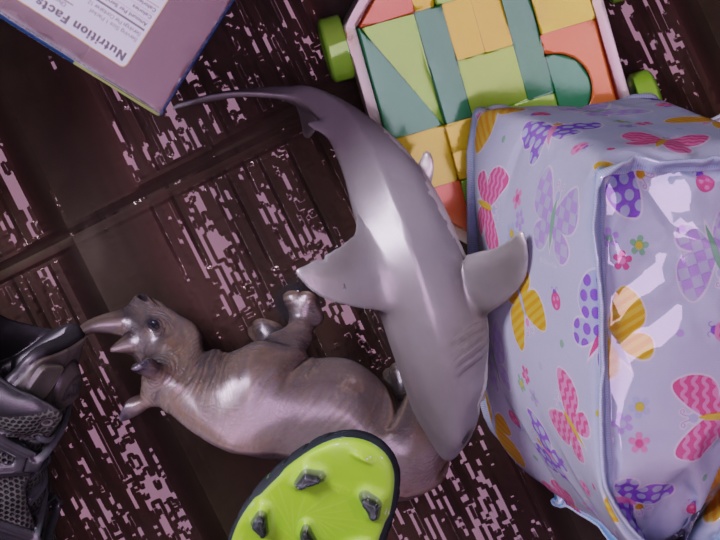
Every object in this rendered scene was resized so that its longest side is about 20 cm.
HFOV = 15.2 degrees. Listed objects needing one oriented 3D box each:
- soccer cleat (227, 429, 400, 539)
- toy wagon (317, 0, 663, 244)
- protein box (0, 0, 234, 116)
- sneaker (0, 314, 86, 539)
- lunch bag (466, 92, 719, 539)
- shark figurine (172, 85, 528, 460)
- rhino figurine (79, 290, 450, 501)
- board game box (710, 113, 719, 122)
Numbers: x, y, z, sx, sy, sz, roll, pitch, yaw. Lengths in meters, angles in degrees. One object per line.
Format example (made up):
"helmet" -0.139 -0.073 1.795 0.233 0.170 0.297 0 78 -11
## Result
"soccer cleat" -0.035 0.137 1.299 0.067 0.081 0.200 25 127 -6
"toy wagon" 0.072 -0.074 1.332 0.155 0.040 0.200 -16 99 -2
"protein box" -0.092 -0.194 1.223 0.135 0.199 0.200 33 94 -7
"sneaker" -0.165 0.098 1.298 0.114 0.076 0.200 -20 113 17
"lunch bag" 0.128 0.028 1.254 0.127 0.170 0.200 -4 102 -17
"shark figurine" -0.004 -0.021 1.250 0.089 0.128 0.215 -20 71 -30
"rhino figurine" -0.042 0.056 1.313 0.200 0.060 0.088 16 52 -5
"board game box" 0.235 0.044 1.368 0.200 0.026 0.200 19 96 -6
